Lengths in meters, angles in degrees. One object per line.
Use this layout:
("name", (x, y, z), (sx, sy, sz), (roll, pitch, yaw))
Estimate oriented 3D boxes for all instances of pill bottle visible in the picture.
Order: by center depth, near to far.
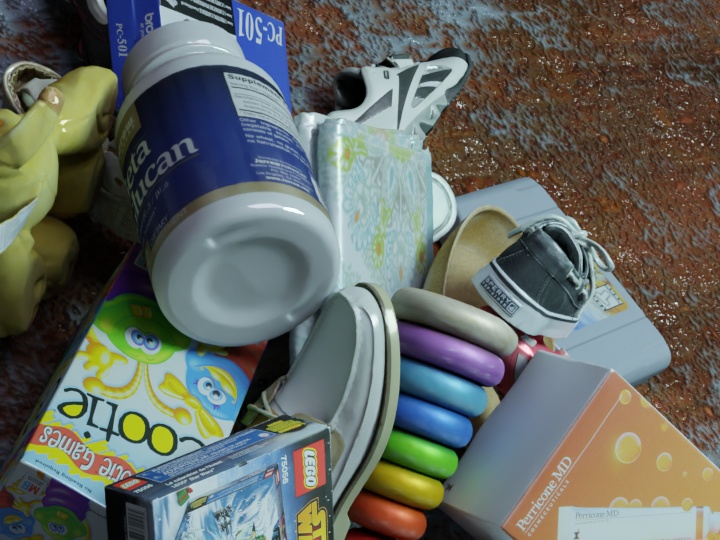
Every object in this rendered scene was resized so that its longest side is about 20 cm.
("pill bottle", (-0.088, -0.060, 1.109), (0.111, 0.111, 0.201), (13, 36, -30))

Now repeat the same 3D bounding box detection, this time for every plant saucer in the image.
("plant saucer", (0.085, 0.056, 1.292), (0.200, 0.035, 0.202), (22, 66, -60))

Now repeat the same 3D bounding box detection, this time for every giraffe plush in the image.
("giraffe plush", (-0.255, -0.062, 1.100), (0.161, 0.174, 0.200), (19, 6, 5))

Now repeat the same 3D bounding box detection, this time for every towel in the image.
("towel", (0.000, 0.000, 1.215), (0.171, 0.048, 0.202), (5, 84, -66))

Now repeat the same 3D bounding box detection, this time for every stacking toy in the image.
("stacking toy", (0.028, 0.116, 1.146), (0.085, 0.085, 0.201), (23, 84, -20))

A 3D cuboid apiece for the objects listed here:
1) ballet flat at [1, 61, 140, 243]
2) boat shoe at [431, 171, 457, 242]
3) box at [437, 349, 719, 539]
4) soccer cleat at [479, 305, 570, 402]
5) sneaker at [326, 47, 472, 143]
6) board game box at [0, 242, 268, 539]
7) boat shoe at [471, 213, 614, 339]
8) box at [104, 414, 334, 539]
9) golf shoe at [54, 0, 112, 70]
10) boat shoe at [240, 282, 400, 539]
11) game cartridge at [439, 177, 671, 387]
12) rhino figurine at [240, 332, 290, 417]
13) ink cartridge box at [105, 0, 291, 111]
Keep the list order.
("ballet flat", (-0.170, -0.076, 1.211), (0.199, 0.063, 0.067), (31, 57, 26))
("boat shoe", (-0.022, -0.013, 1.317), (0.199, 0.060, 0.076), (-18, 87, -28))
("box", (0.167, 0.164, 1.185), (0.200, 0.097, 0.125), (42, 77, -21))
("soccer cleat", (0.130, 0.098, 1.271), (0.200, 0.076, 0.067), (41, 13, -35))
("sneaker", (0.027, -0.145, 1.482), (0.088, 0.074, 0.200), (39, 37, -3))
("board game box", (-0.140, 0.098, 1.073), (0.105, 0.103, 0.200), (31, 38, -10))
("boat shoe", (0.125, -0.003, 1.221), (0.074, 0.068, 0.199), (46, 10, 14))
("box", (-0.070, 0.192, 0.981), (0.040, 0.201, 0.137), (10, 18, 39))
("golf shoe", (-0.187, -0.217, 1.358), (0.077, 0.088, 0.201), (-10, 56, -25))
("boat shoe", (-0.033, 0.101, 1.085), (0.068, 0.201, 0.075), (5, 21, -30))
("game cartridge", (0.148, 0.015, 1.455), (0.133, 0.042, 0.200), (-15, 62, -52))
("rhino figurine", (-0.057, 0.013, 1.227), (0.087, 0.060, 0.201), (7, 75, -17))
("ink cartridge box", (-0.110, -0.147, 1.303), (0.200, 0.044, 0.095), (9, 74, -67))
